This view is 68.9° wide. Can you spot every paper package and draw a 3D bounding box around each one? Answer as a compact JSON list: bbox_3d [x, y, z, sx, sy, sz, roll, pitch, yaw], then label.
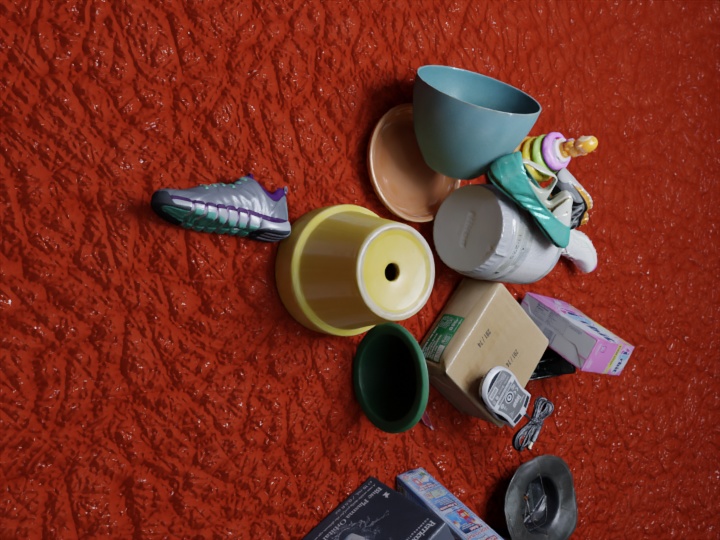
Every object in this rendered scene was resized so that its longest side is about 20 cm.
[{"bbox_3d":[0.220,0.146,0.955,0.191,0.103,0.201,45,69,-24],"label":"paper package"}]

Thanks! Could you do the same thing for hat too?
[{"bbox_3d":[0.099,0.171,0.862,0.175,0.200,0.167,1,64,-38],"label":"hat"},{"bbox_3d":[0.338,0.461,1.045,0.199,0.081,0.203,6,78,-28],"label":"hat"}]

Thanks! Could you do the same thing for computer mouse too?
[{"bbox_3d":[0.255,0.224,0.896,0.200,0.044,0.110,45,73,-30],"label":"computer mouse"}]

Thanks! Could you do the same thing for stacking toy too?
[{"bbox_3d":[0.341,-0.210,0.963,0.115,0.199,0.111,-20,95,-32],"label":"stacking toy"}]

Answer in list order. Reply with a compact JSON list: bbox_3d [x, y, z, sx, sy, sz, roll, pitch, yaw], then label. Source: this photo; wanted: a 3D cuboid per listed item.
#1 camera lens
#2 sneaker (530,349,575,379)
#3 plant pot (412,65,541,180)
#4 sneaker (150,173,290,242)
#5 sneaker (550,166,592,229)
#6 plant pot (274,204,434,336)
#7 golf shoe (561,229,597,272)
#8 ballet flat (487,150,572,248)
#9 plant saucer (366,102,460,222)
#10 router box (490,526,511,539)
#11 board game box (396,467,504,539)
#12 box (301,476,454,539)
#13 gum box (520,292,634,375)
[{"bbox_3d":[0.245,-0.061,0.920,0.199,0.159,0.162,7,87,-41],"label":"camera lens"},{"bbox_3d":[0.384,0.187,1.078,0.200,0.103,0.061,-2,79,-68],"label":"sneaker"},{"bbox_3d":[0.167,-0.227,0.843,0.199,0.200,0.136,-8,132,-31],"label":"plant pot"},{"bbox_3d":[-0.188,-0.098,0.726,0.199,0.074,0.088,12,71,-41],"label":"sneaker"},{"bbox_3d":[0.373,-0.117,0.967,0.077,0.079,0.200,-31,150,11],"label":"sneaker"},{"bbox_3d":[0.000,0.000,0.766,0.199,0.188,0.203,0,91,-31],"label":"plant pot"},{"bbox_3d":[0.422,-0.062,1.104,0.091,0.075,0.200,-42,105,-13],"label":"golf shoe"},{"bbox_3d":[0.283,-0.109,0.809,0.200,0.070,0.068,38,37,-22],"label":"ballet flat"},{"bbox_3d":[0.091,-0.184,0.908,0.199,0.037,0.202,0,90,-32],"label":"plant saucer"},{"bbox_3d":[0.254,0.585,1.012,0.199,0.052,0.158,26,78,-30],"label":"router box"},{"bbox_3d":[0.143,0.458,0.855,0.061,0.199,0.202,-4,92,-32],"label":"board game box"},{"bbox_3d":[0.021,0.442,0.779,0.196,0.199,0.118,-33,107,-27],"label":"box"},{"bbox_3d":[0.405,0.117,1.020,0.113,0.200,0.067,12,109,-31],"label":"gum box"}]
